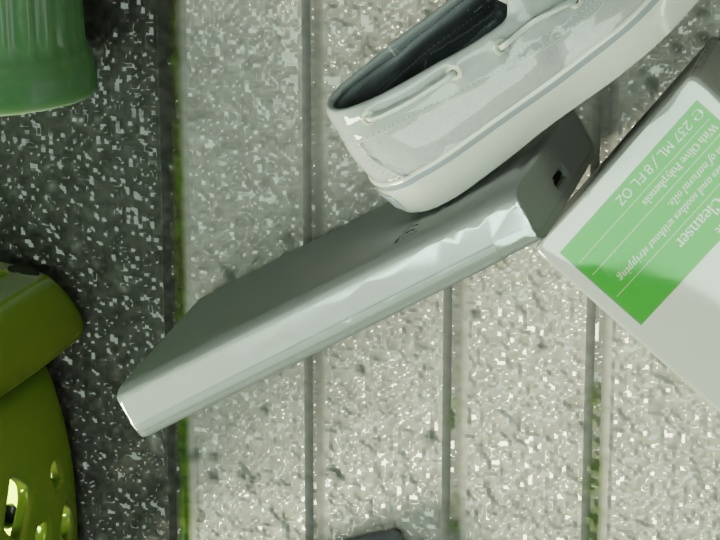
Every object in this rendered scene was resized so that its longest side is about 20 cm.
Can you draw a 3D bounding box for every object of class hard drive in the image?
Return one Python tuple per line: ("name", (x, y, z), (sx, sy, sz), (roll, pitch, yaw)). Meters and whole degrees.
("hard drive", (0.000, 0.000, 1.244), (0.199, 0.132, 0.026), (-27, 100, 22))

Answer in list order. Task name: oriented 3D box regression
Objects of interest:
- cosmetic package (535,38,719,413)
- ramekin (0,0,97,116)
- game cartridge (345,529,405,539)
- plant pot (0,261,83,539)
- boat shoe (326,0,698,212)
("cosmetic package", (0.186, 0.010, 1.223), (0.200, 0.085, 0.108), (40, 111, 1))
("ramekin", (-0.211, -0.127, 1.230), (0.199, 0.200, 0.098), (5, 102, 14))
("game cartridge", (-0.034, 0.214, 1.379), (0.200, 0.040, 0.134), (-35, 92, 23))
("plant pot", (-0.239, 0.085, 1.309), (0.198, 0.200, 0.183), (13, 105, 11))
("boat shoe", (0.072, -0.111, 1.200), (0.200, 0.072, 0.069), (-37, 118, 12))
